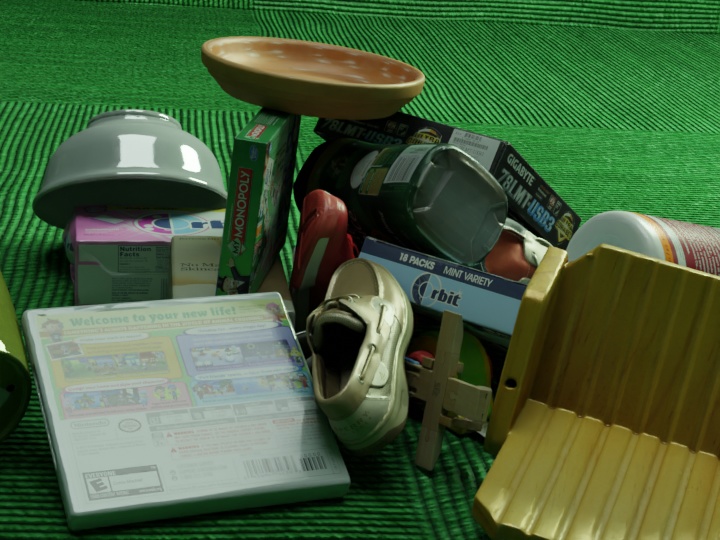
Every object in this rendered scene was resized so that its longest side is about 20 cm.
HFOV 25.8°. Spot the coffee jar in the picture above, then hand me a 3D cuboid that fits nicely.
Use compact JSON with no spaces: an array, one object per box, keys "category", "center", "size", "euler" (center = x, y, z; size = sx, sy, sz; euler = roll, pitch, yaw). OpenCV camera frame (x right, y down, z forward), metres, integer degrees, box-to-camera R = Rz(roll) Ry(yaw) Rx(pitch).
[{"category":"coffee jar","center":[0.028,-0.060,1.345],"size":[0.104,0.086,0.199],"euler":[38,-14,-30]}]

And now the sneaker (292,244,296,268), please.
[{"category":"sneaker","center":[0.037,0.003,1.473],"size":[0.198,0.080,0.131],"euler":[-7,16,-3]}]

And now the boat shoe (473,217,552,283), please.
[{"category":"boat shoe","center":[0.152,0.005,1.407],"size":[0.062,0.072,0.200],"euler":[21,-8,37]}]

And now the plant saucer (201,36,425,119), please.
[{"category":"plant saucer","center":[-0.043,-0.168,1.382],"size":[0.198,0.038,0.200],"euler":[7,17,-2]}]

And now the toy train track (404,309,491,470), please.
[{"category":"toy train track","center":[0.049,0.084,1.190],"size":[0.032,0.116,0.200],"euler":[10,3,-29]}]

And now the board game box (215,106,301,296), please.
[{"category":"board game box","center":[-0.083,-0.063,1.315],"size":[0.029,0.136,0.200],"euler":[10,16,3]}]

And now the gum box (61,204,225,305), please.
[{"category":"gum box","center":[-0.183,-0.014,1.490],"size":[0.198,0.067,0.114],"euler":[0,19,-11]}]

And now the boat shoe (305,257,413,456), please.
[{"category":"boat shoe","center":[-0.004,0.047,1.164],"size":[0.071,0.065,0.201],"euler":[-32,31,17]}]

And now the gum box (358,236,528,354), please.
[{"category":"gum box","center":[0.114,0.039,1.292],"size":[0.169,0.045,0.200],"euler":[18,-6,37]}]

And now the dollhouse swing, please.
[{"category":"dollhouse swing","center":[0.187,0.095,1.062],"size":[0.198,0.183,0.176],"euler":[17,12,15]}]

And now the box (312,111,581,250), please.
[{"category":"box","center":[0.085,-0.090,1.472],"size":[0.197,0.050,0.200],"euler":[22,-7,34]}]

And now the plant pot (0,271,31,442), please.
[{"category":"plant pot","center":[-0.324,0.045,1.136],"size":[0.186,0.189,0.200],"euler":[-10,37,-39]}]

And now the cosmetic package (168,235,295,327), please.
[{"category":"cosmetic package","center":[-0.114,0.033,1.349],"size":[0.104,0.072,0.200],"euler":[2,18,-9]}]

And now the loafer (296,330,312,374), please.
[{"category":"loafer","center":[-0.088,0.082,1.204],"size":[0.199,0.070,0.070],"euler":[-12,23,-41]}]

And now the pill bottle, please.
[{"category":"pill bottle","center":[0.283,0.012,1.410],"size":[0.199,0.114,0.113],"euler":[6,12,-40]}]

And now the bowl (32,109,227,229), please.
[{"category":"bowl","center":[-0.225,-0.101,1.563],"size":[0.199,0.091,0.201],"euler":[-1,-16,0]}]

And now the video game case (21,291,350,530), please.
[{"category":"video game case","center":[-0.125,0.093,1.110],"size":[0.198,0.022,0.183],"euler":[-4,48,-23]}]

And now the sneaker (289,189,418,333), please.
[{"category":"sneaker","center":[0.000,0.000,1.332],"size":[0.114,0.079,0.200],"euler":[8,-25,-5]}]

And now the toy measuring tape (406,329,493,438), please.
[{"category":"toy measuring tape","center":[0.090,0.091,1.218],"size":[0.073,0.074,0.200],"euler":[-7,21,-33]}]
